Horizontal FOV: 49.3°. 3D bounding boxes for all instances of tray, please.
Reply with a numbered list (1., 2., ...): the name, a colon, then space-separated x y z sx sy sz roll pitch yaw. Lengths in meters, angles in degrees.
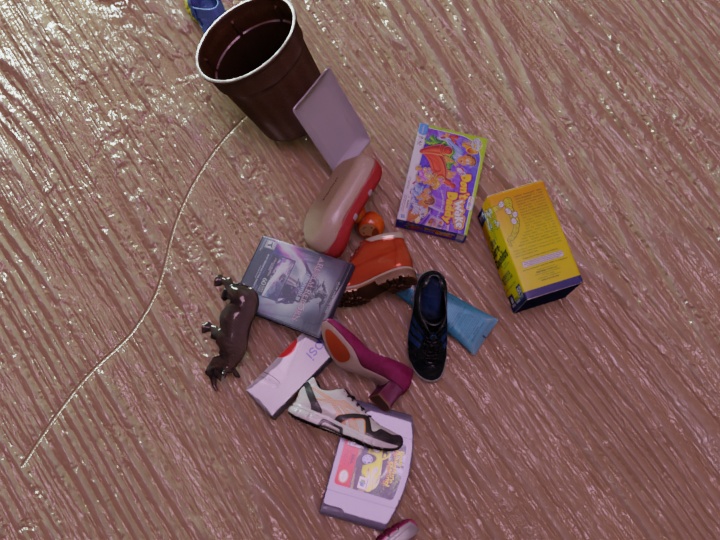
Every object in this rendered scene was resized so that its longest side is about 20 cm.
1. tray: -0.054 -0.268 1.440 0.022 0.200 0.108 26 72 37

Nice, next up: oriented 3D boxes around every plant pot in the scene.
1. plant pot: -0.161 -0.351 1.422 0.200 0.198 0.201 -13 54 19

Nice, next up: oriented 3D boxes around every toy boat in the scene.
1. toy boat: -0.011 -0.103 1.434 0.131 0.130 0.200 36 75 -22

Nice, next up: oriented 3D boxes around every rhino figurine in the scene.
1. rhino figurine: -0.231 0.114 1.371 0.087 0.060 0.201 14 90 27

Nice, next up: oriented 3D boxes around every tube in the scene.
1. tube: 0.145 0.065 1.416 0.200 0.050 0.078 34 91 4

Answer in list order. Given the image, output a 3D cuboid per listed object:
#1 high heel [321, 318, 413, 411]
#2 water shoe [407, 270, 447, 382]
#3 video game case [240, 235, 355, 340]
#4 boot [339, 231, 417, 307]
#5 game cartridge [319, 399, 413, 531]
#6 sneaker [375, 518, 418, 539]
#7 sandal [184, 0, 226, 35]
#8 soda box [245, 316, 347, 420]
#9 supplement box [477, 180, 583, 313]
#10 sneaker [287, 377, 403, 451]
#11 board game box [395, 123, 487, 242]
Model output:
1. high heel: 0.012 0.142 1.353 0.200 0.067 0.096 56 49 -18
2. water shoe: 0.116 0.101 1.360 0.071 0.079 0.201 -1 96 2
3. video game case: -0.122 0.027 1.391 0.199 0.019 0.143 17 75 29
4. boot: 0.000 0.000 1.401 0.199 0.075 0.108 -19 65 17
5. game cartridge: 0.019 0.333 1.343 0.133 0.041 0.201 15 74 -1
6. sneaker: 0.038 0.499 1.278 0.088 0.081 0.200 36 85 7
7. sandal: -0.284 -0.490 1.539 0.079 0.087 0.200 -37 80 -13
8. soda box: -0.105 0.164 1.371 0.068 0.063 0.200 43 77 10
9. supplement box: 0.302 -0.041 1.416 0.109 0.109 0.201 -16 75 -6
10. sneaker: -0.018 0.242 1.312 0.199 0.074 0.080 22 73 5
11. board game box: 0.153 -0.166 1.480 0.134 0.045 0.201 13 74 2
